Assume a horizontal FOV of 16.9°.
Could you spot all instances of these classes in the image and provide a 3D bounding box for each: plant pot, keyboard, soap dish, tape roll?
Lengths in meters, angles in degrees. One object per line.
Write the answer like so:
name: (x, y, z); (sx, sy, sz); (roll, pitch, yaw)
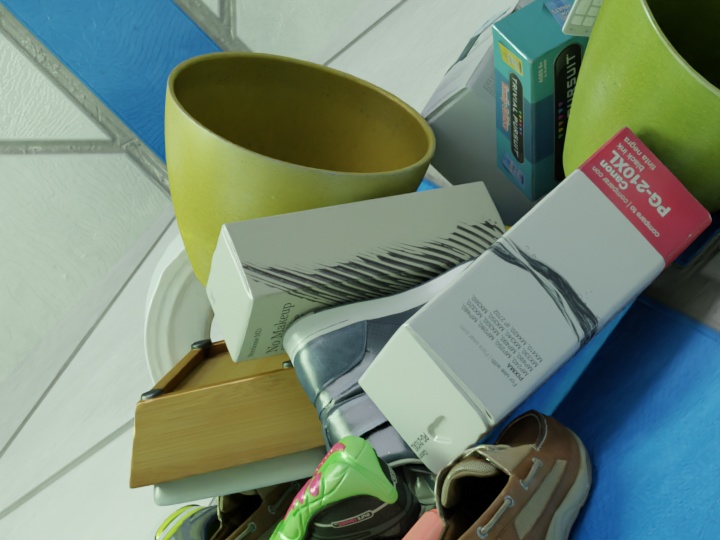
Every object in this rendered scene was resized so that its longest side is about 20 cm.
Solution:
plant pot: (0.215, -0.113, 1.555); (0.187, 0.187, 0.200); (-55, 0, -39)
keyboard: (0.233, -0.171, 1.617); (0.056, 0.199, 0.011); (117, 148, -44)
soap dish: (-0.074, 0.096, 1.752); (0.156, 0.082, 0.200); (-13, 9, 14)
plant pot: (-0.057, -0.053, 1.764); (0.200, 0.199, 0.143); (-71, -3, -64)
tape roll: (-0.070, 0.046, 1.896); (0.202, 0.202, 0.071); (-45, 12, 4)

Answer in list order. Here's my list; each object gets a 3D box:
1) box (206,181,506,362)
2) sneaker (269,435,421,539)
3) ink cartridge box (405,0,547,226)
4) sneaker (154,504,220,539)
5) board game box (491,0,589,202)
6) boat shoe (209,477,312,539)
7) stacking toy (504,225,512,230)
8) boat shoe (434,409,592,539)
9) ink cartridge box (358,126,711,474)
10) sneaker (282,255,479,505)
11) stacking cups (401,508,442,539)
box: (0.000, 0.000, 1.664); (0.199, 0.069, 0.082); (-11, -33, -20)
sneaker: (-0.009, 0.175, 1.564); (0.077, 0.084, 0.200); (-52, -4, -21)
ink cartridge box: (0.142, -0.127, 1.857); (0.086, 0.146, 0.200); (-38, 14, 41)
sneaker: (-0.138, 0.240, 1.803); (0.081, 0.074, 0.200); (-30, 21, 44)
board game box: (0.187, -0.155, 1.709); (0.199, 0.047, 0.151); (-31, -34, -18)
boat shoe: (-0.065, 0.174, 1.752); (0.076, 0.074, 0.200); (-36, 16, 39)
stacking toy: (0.101, 0.000, 1.760); (0.085, 0.085, 0.200); (-49, 17, -17)
boat shoe: (0.083, 0.130, 1.388); (0.076, 0.072, 0.200); (-41, 13, 22)
ink cartridge box: (0.105, 0.021, 1.506); (0.200, 0.084, 0.145); (-41, -5, -20)
sneaker: (0.064, 0.075, 1.607); (0.201, 0.147, 0.077); (-19, -34, -5)
stacking cups: (-0.007, 0.225, 1.423); (0.200, 0.061, 0.060); (-50, 12, -25)
